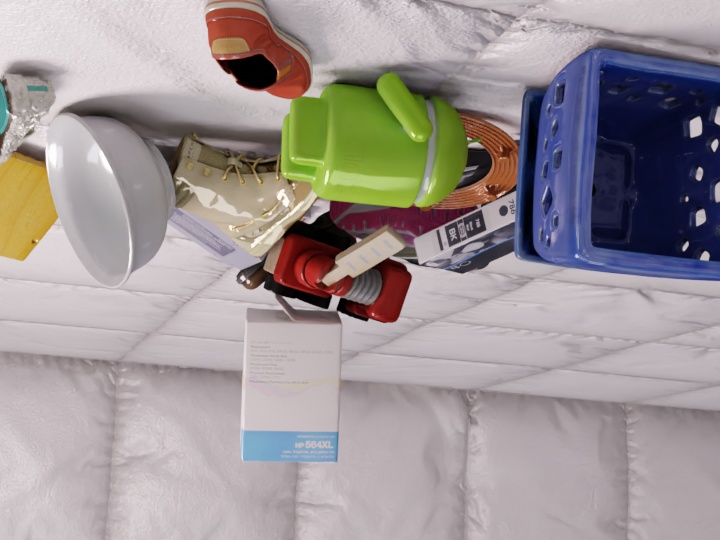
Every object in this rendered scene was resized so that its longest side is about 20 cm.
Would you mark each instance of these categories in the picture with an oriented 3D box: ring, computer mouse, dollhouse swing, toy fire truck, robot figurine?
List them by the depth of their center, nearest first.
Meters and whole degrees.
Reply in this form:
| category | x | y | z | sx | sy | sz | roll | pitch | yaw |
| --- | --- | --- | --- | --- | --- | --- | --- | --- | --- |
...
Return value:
| category | x | y | z | sx | sy | sz | roll | pitch | yaw |
| --- | --- | --- | --- | --- | --- | --- | --- | --- | --- |
| robot figurine | 0.020 | -0.125 | 1.406 | 0.197 | 0.117 | 0.176 | 5 | 160 | -12 |
| ring | 0.084 | -0.117 | 1.547 | 0.197 | 0.019 | 0.201 | 4 | 152 | 2 |
| computer mouse | 0.142 | -0.117 | 1.595 | 0.197 | 0.047 | 0.140 | 4 | 169 | -5 |
| toy fire truck | 0.000 | 0.000 | 1.694 | 0.174 | 0.130 | 0.199 | 19 | -177 | -31 |
| dollhouse swing | -0.499 | -0.124 | 1.727 | 0.182 | 0.176 | 0.199 | -47 | 147 | 16 |

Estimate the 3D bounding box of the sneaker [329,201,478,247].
| category | x | y | z | sx | sy | sz | roll | pitch | yaw |
| --- | --- | --- | --- | --- | --- | --- | --- | --- | --- |
| sneaker | 0.062 | -0.070 | 1.782 | 0.197 | 0.083 | 0.088 | 9 | 171 | 8 |

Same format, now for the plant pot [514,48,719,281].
| category | x | y | z | sx | sy | sz | roll | pitch | yaw |
| --- | --- | --- | --- | --- | --- | --- | --- | --- | --- |
| plant pot | 0.256 | -0.091 | 1.349 | 0.197 | 0.203 | 0.179 | 6 | 174 | -21 |

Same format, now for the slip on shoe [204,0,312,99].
| category | x | y | z | sx | sy | sz | roll | pitch | yaw |
| --- | --- | --- | --- | --- | --- | --- | --- | --- | --- |
| slip on shoe | -0.093 | -0.190 | 1.261 | 0.073 | 0.062 | 0.200 | -2 | 169 | 13 |

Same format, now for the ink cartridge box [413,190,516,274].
| category | x | y | z | sx | sy | sz | roll | pitch | yaw |
| --- | --- | --- | --- | --- | --- | --- | --- | --- | --- |
| ink cartridge box | 0.170 | -0.051 | 1.649 | 0.199 | 0.040 | 0.099 | -27 | 157 | 33 |

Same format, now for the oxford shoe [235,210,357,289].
| category | x | y | z | sx | sy | sz | roll | pitch | yaw |
| --- | --- | --- | --- | --- | --- | --- | --- | --- | --- |
| oxford shoe | -0.076 | -0.013 | 1.816 | 0.199 | 0.085 | 0.072 | -27 | 178 | -35 |

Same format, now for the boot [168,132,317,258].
| category | x | y | z | sx | sy | sz | roll | pitch | yaw |
| --- | --- | --- | --- | --- | --- | --- | --- | --- | --- |
| boot | -0.129 | -0.115 | 1.564 | 0.154 | 0.073 | 0.200 | 29 | 131 | -19 |

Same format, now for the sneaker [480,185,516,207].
| category | x | y | z | sx | sy | sz | roll | pitch | yaw |
| --- | --- | --- | --- | --- | --- | --- | --- | --- | --- |
| sneaker | 0.199 | -0.068 | 1.766 | 0.074 | 0.072 | 0.200 | -7 | 169 | 11 |

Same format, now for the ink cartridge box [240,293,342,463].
| category | x | y | z | sx | sy | sz | roll | pitch | yaw |
| --- | --- | --- | --- | --- | --- | --- | --- | --- | --- |
| ink cartridge box | -0.088 | 0.131 | 1.761 | 0.123 | 0.203 | 0.129 | 3 | -174 | -5 |

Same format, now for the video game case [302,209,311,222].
| category | x | y | z | sx | sy | sz | roll | pitch | yaw |
| --- | --- | --- | --- | --- | --- | --- | --- | --- | --- |
| video game case | -0.161 | -0.068 | 1.966 | 0.141 | 0.018 | 0.200 | 6 | 168 | -16 |

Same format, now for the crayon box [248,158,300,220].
| category | x | y | z | sx | sy | sz | roll | pitch | yaw |
| --- | --- | --- | --- | --- | --- | --- | --- | --- | --- |
| crayon box | -0.129 | -0.097 | 1.736 | 0.124 | 0.052 | 0.200 | 5 | 169 | -13 |

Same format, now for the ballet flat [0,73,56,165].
| category | x | y | z | sx | sy | sz | roll | pitch | yaw |
| --- | --- | --- | --- | --- | --- | --- | --- | --- | --- |
| ballet flat | -0.367 | -0.158 | 1.466 | 0.071 | 0.073 | 0.199 | 8 | 167 | -27 |

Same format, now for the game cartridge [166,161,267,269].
| category | x | y | z | sx | sy | sz | roll | pitch | yaw |
| --- | --- | --- | --- | --- | --- | --- | --- | --- | --- |
| game cartridge | -0.205 | -0.073 | 1.699 | 0.199 | 0.041 | 0.133 | 36 | 167 | -14 |

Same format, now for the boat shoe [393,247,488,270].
| category | x | y | z | sx | sy | sz | roll | pitch | yaw |
| --- | --- | --- | --- | --- | --- | --- | --- | --- | --- |
| boat shoe | 0.087 | -0.039 | 1.848 | 0.197 | 0.076 | 0.066 | 7 | 162 | 25 |

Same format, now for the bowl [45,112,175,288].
| category | x | y | z | sx | sy | sz | roll | pitch | yaw |
| --- | --- | --- | --- | --- | --- | --- | --- | --- | --- |
| bowl | -0.269 | -0.089 | 1.547 | 0.090 | 0.204 | 0.200 | -22 | -178 | -31 |
